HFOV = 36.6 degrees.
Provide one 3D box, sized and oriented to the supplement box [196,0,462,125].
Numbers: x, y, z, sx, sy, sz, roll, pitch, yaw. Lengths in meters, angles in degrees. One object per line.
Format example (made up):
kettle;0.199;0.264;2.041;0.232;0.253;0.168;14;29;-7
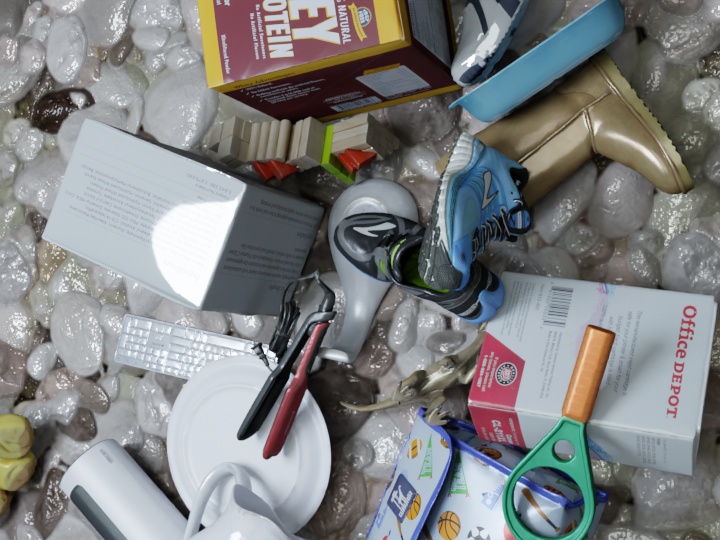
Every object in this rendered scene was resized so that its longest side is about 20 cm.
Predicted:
supplement box;-0.027;-0.242;1.070;0.196;0.200;0.134;-10;83;19

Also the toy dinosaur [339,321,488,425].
toy dinosaur;0.066;0.114;1.068;0.200;0.101;0.058;-34;95;16

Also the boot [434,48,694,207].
boot;0.196;-0.094;1.054;0.200;0.066;0.176;-36;63;14

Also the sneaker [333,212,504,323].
sneaker;0.049;-0.015;1.033;0.199;0.083;0.071;28;83;40

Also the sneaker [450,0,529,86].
sneaker;0.107;-0.292;1.075;0.129;0.079;0.200;28;96;7

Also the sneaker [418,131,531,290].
sneaker;0.109;-0.053;0.965;0.090;0.200;0.079;18;132;5

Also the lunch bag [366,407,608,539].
lunch bag;0.103;0.245;1.037;0.200;0.124;0.171;26;97;36

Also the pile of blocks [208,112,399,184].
pile of blocks;-0.062;-0.114;1.126;0.199;0.082;0.062;1;65;15

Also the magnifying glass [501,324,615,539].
magnifying glass;0.176;0.144;0.922;0.079;0.022;0.201;18;102;19

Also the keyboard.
keyboard;-0.183;0.093;1.208;0.199;0.011;0.057;11;90;20

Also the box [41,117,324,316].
box;-0.174;-0.049;1.113;0.199;0.199;0.131;23;94;20

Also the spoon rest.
spoon rest;0.000;0.000;1.129;0.099;0.061;0.201;11;77;19

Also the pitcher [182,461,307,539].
pitcher;-0.155;0.298;1.068;0.200;0.121;0.172;-52;34;0

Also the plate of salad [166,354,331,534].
plate of salad;-0.117;0.189;1.154;0.199;0.048;0.201;1;92;25

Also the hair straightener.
hair straightener;-0.082;0.085;1.085;0.077;0.041;0.201;28;108;23

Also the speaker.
speaker;-0.232;0.280;1.178;0.200;0.081;0.081;44;101;17

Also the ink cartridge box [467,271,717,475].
ink cartridge box;0.214;0.092;0.992;0.199;0.083;0.146;7;58;20

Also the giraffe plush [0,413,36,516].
giraffe plush;-0.487;0.182;1.252;0.173;0.200;0.162;-54;43;13

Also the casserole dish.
casserole dish;0.176;-0.199;1.041;0.200;0.121;0.039;-32;94;15
